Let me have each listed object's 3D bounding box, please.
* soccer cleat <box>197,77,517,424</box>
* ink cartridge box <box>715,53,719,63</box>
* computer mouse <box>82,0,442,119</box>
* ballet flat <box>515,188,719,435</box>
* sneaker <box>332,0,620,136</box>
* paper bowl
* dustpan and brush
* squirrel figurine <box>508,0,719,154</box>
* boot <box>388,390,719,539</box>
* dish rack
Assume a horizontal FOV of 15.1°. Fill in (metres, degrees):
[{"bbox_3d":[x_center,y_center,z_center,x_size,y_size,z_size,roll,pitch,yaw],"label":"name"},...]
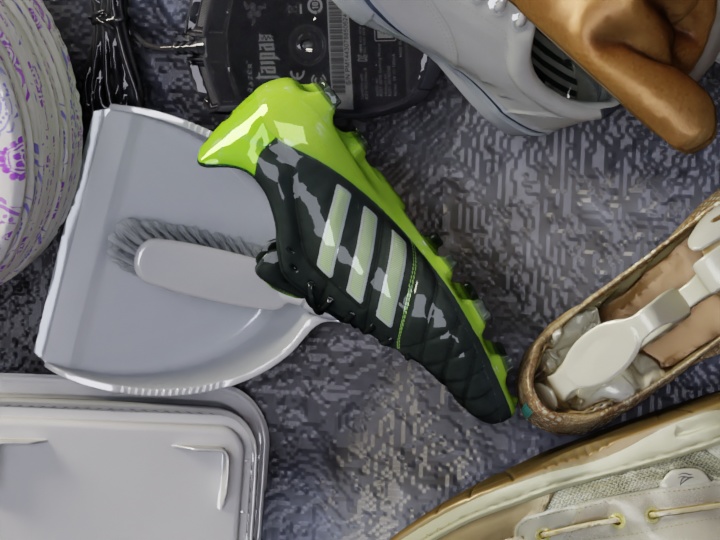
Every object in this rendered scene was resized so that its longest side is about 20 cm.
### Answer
[{"bbox_3d":[0.000,0.000,1.305,0.081,0.068,0.200,-36,97,2],"label":"soccer cleat"},{"bbox_3d":[0.166,-0.184,1.271,0.200,0.086,0.148,33,101,10],"label":"ink cartridge box"},{"bbox_3d":[-0.049,-0.141,1.346,0.200,0.046,0.141,-5,96,24],"label":"computer mouse"},{"bbox_3d":[0.157,0.015,1.295,0.200,0.065,0.071,-41,83,12],"label":"ballet flat"},{"bbox_3d":[0.051,-0.132,1.256,0.071,0.200,0.073,-9,57,42],"label":"sneaker"},{"bbox_3d":[-0.226,-0.080,1.340,0.200,0.104,0.201,10,112,25],"label":"paper bowl"},{"bbox_3d":[-0.047,0.007,1.342,0.200,0.057,0.140,13,95,-18],"label":"dustpan and brush"},{"bbox_3d":[0.137,-0.176,1.168,0.200,0.142,0.187,42,96,5],"label":"squirrel figurine"},{"bbox_3d":[0.122,0.159,1.311,0.200,0.072,0.155,-21,90,10],"label":"boot"},{"bbox_3d":[-0.130,0.155,1.347,0.171,0.044,0.201,3,96,-15],"label":"dish rack"}]
